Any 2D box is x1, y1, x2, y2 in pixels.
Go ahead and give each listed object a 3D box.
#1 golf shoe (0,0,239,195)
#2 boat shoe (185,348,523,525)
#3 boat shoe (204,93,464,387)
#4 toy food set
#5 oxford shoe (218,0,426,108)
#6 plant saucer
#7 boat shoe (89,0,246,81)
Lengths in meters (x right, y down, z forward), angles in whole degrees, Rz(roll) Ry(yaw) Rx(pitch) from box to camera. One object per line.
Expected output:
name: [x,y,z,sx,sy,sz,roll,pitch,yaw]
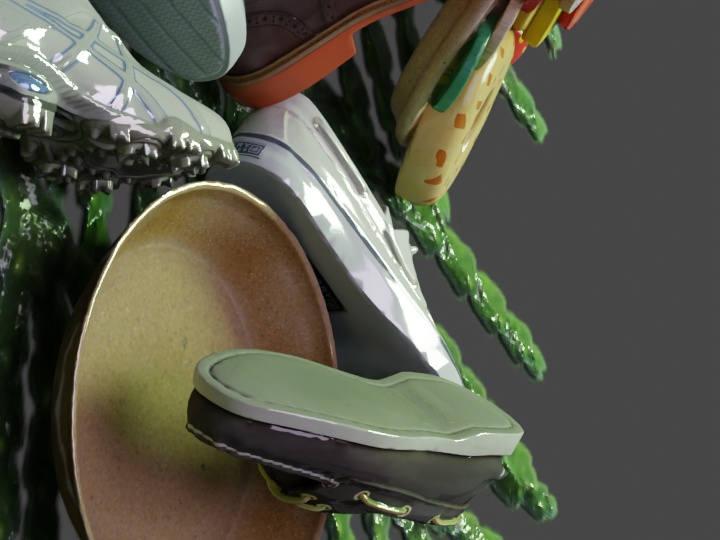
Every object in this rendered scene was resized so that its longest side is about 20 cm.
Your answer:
golf shoe: [-0.117,-0.087,1.011,0.200,0.078,0.097,18,65,-56]
boat shoe: [-0.006,0.078,1.093,0.201,0.072,0.061,12,111,-50]
boat shoe: [0.000,0.000,1.186,0.200,0.071,0.070,55,46,-29]
toy food set: [0.082,-0.134,1.240,0.049,0.198,0.200,37,56,4]
oxford shoe: [0.006,-0.156,1.117,0.073,0.200,0.071,49,4,-38]
plant saucer: [-0.075,0.062,1.080,0.200,0.035,0.200,2,88,-59]
boat shoe: [-0.098,-0.172,1.050,0.200,0.072,0.062,61,42,-28]
